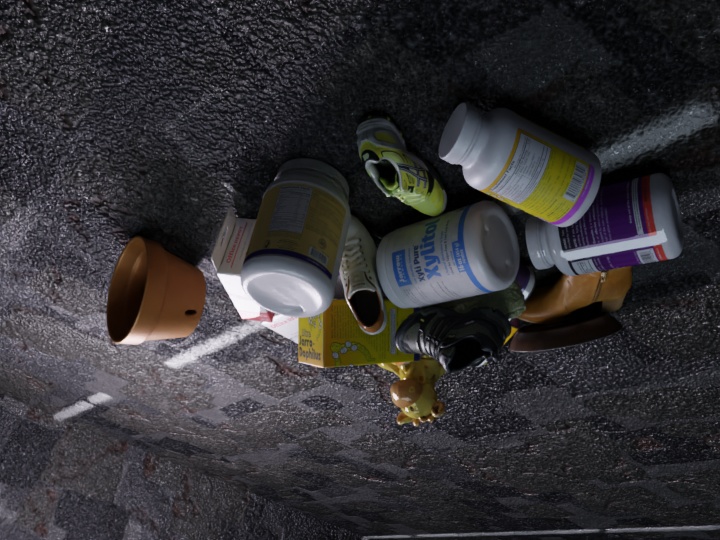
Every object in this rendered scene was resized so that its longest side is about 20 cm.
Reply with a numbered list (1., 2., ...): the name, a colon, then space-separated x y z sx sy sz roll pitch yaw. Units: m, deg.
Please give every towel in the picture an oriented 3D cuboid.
1. towel: 0.175 0.034 1.074 0.036 0.153 0.198 13 149 -43

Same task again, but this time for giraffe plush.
1. giraffe plush: 0.116 0.241 1.401 0.194 0.166 0.174 17 148 -8

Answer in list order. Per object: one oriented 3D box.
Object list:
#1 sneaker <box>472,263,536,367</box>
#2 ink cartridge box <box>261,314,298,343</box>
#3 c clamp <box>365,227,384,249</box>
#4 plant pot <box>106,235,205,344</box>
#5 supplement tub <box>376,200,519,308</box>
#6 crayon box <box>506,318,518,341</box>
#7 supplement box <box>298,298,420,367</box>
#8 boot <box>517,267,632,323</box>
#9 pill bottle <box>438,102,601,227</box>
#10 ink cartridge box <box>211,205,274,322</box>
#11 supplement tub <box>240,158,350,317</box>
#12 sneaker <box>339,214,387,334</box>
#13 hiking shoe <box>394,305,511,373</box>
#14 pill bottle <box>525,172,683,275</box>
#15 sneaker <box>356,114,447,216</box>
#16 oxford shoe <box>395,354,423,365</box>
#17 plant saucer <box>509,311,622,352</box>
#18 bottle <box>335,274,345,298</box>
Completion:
1. sneaker: 0.213 0.068 1.121 0.085 0.076 0.204 19 109 -19
2. ink cartridge box: -0.080 0.097 1.321 0.198 0.086 0.143 32 143 -30
3. c clamp: 0.014 -0.017 1.173 0.195 0.028 0.172 20 142 -8
4. plant pot: -0.393 0.048 1.275 0.137 0.206 0.198 14 153 -38
5. supplement tub: 0.134 -0.020 1.010 0.197 0.135 0.131 -16 139 42
6. crayon box: 0.183 0.100 1.259 0.194 0.060 0.174 16 146 -4
7. supplement box: -0.002 0.107 1.154 0.195 0.114 0.108 1 177 -29
8. boot: 0.342 0.018 1.073 0.195 0.072 0.145 -6 142 15
9. pill bottle: 0.201 -0.139 0.836 0.195 0.107 0.104 22 147 -14
10. ink cartridge box: -0.194 -0.009 1.164 0.065 0.119 0.202 5 148 12
11. supplement tub: -0.092 -0.050 0.984 0.141 0.205 0.147 8 148 5
12. sneaker: 0.000 0.000 1.045 0.071 0.206 0.085 -19 172 3
13. hiking shoe: 0.129 0.108 1.003 0.195 0.101 0.077 -11 115 34
14. pill bottle: 0.336 -0.058 0.907 0.195 0.115 0.112 -11 142 34
15. sneaker: 0.055 -0.129 0.929 0.074 0.078 0.199 -18 140 36
16. oxford shoe: 0.126 0.134 1.212 0.071 0.073 0.200 20 147 -17
17. plant saucer: 0.355 0.104 1.144 0.194 0.033 0.200 -15 179 0
18. bottle: -0.057 0.011 1.153 0.194 0.067 0.084 -2 144 21
